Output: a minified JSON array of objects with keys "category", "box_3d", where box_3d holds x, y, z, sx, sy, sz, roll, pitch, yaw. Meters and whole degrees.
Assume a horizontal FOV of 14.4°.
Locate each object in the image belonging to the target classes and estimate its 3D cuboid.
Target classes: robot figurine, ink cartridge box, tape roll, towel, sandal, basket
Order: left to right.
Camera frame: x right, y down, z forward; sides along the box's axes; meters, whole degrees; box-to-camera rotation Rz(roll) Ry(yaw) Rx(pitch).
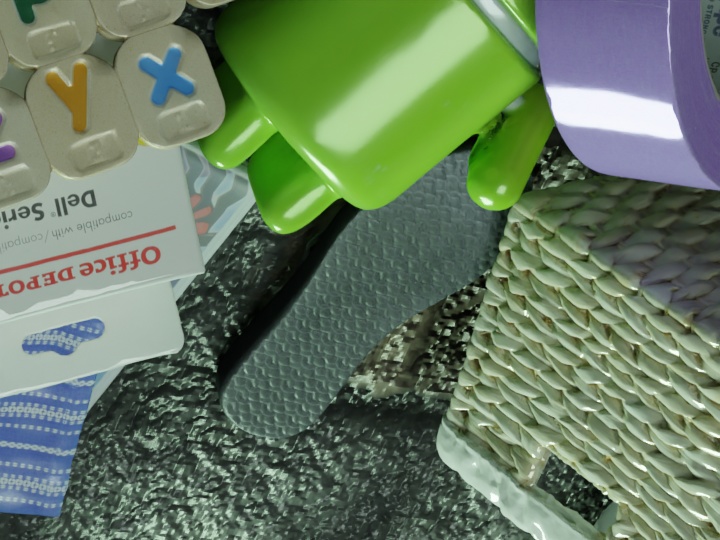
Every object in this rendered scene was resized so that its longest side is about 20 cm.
[{"category":"towel","box_3d":[-0.184,0.035,1.322,0.145,0.024,0.200,4,124,-24]},{"category":"ink cartridge box","box_3d":[-0.138,-0.044,1.222,0.117,0.067,0.200,-15,100,-17]},{"category":"sandal","box_3d":[-0.001,0.000,1.399,0.076,0.043,0.200,36,113,-30]},{"category":"robot figurine","box_3d":[0.017,-0.108,1.270,0.200,0.116,0.176,-39,112,7]},{"category":"tape roll","box_3d":[0.150,-0.138,1.264,0.200,0.066,0.201,-27,122,-55]},{"category":"basket","box_3d":[0.177,0.053,1.384,0.200,0.198,0.161,-15,127,-37]}]

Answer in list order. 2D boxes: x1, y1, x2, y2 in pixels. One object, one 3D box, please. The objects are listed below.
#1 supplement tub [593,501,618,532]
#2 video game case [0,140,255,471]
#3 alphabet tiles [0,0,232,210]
[{"category":"supplement tub","box_3d":[0.165,0.211,1.553,0.145,0.145,0.200,19,115,-33]},{"category":"video game case","box_3d":[-0.171,-0.004,1.327,0.182,0.023,0.200,27,111,-36]},{"category":"alphabet tiles","box_3d":[-0.141,-0.131,1.170,0.200,0.015,0.196,-22,91,-17]}]
